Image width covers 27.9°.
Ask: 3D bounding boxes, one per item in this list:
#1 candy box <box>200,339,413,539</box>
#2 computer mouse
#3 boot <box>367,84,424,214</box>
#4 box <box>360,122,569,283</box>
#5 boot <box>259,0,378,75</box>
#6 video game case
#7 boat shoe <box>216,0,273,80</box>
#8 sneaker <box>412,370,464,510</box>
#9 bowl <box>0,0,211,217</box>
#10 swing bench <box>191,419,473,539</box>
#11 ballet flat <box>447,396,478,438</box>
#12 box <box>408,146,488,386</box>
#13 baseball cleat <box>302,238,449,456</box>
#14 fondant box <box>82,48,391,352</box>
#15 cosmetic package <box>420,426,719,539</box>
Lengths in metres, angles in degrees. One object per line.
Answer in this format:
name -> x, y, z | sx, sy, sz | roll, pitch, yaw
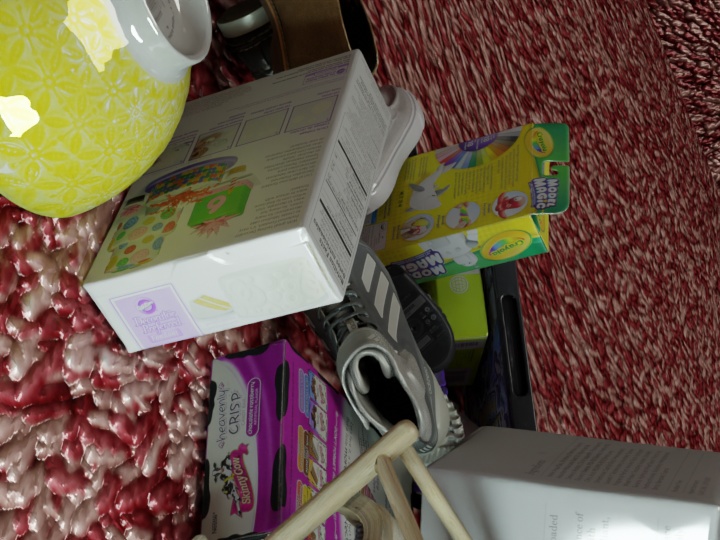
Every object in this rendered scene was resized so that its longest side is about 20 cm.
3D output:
candy box -> -0.030, 0.155, 0.966 | 0.200, 0.061, 0.137 | 49, 33, -47
computer mouse -> 0.000, 0.000, 1.108 | 0.200, 0.059, 0.034 | 51, -2, -7
boot -> -0.002, -0.131, 1.205 | 0.200, 0.073, 0.096 | -74, 142, -57
box -> 0.078, -0.052, 1.176 | 0.048, 0.200, 0.117 | 57, 28, -37
boot -> -0.036, -0.210, 1.037 | 0.074, 0.075, 0.200 | -5, 73, -43
video game case -> 0.117, 0.099, 1.277 | 0.200, 0.025, 0.181 | 102, -16, -67
boat shoe -> -0.050, -0.207, 1.146 | 0.061, 0.072, 0.201 | 63, 32, -19
sneaker -> 0.037, 0.108, 1.164 | 0.200, 0.069, 0.100 | -98, -176, -47
bowl -> -0.149, -0.139, 0.809 | 0.200, 0.107, 0.200 | 48, 33, -48
swing bench -> -0.003, 0.229, 0.836 | 0.199, 0.200, 0.130 | 59, 4, -37
ballet flat -> 0.083, 0.169, 1.224 | 0.069, 0.069, 0.200 | -16, 91, -68
box -> 0.074, -0.010, 1.285 | 0.122, 0.048, 0.200 | 94, -9, -66
baseball cleat -> -0.001, 0.036, 1.010 | 0.200, 0.070, 0.106 | 55, 5, 17
fondant box -> -0.069, -0.047, 0.891 | 0.200, 0.144, 0.058 | -75, 144, -52
cosmetic package -> 0.154, 0.211, 1.009 | 0.165, 0.200, 0.165 | -13, 108, -70
